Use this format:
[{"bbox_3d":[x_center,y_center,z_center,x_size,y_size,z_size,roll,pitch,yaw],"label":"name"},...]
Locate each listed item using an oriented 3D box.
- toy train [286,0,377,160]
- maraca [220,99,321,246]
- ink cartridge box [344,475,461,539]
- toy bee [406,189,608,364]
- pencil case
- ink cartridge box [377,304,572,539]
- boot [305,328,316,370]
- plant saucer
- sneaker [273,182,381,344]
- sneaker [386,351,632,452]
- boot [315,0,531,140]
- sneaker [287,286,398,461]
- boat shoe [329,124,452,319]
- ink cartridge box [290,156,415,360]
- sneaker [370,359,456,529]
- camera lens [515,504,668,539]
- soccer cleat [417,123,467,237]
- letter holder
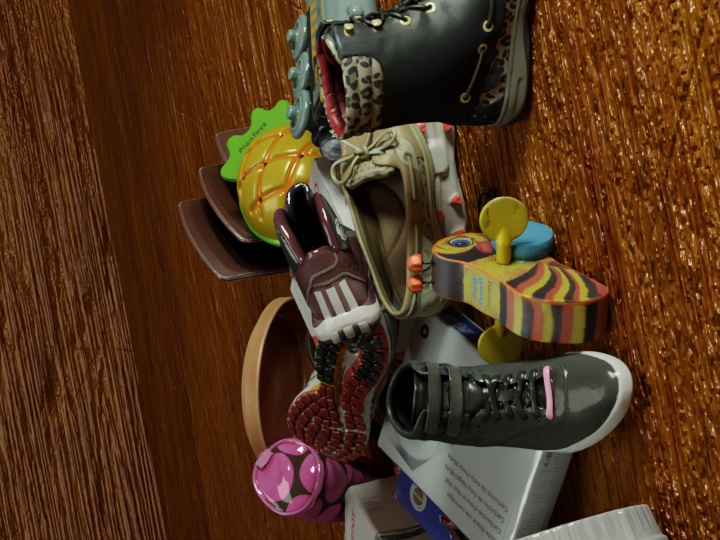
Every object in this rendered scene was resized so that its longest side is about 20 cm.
[{"bbox_3d":[-0.018,-0.200,1.162,0.114,0.085,0.201,120,155,-48],"label":"toy train"},{"bbox_3d":[-0.085,-0.107,1.366,0.107,0.137,0.200,37,-171,-50],"label":"maraca"},{"bbox_3d":[0.057,0.323,1.255,0.200,0.084,0.147,-127,32,-52],"label":"ink cartridge box"},{"bbox_3d":[0.095,0.010,0.947,0.200,0.108,0.132,-172,70,-70],"label":"toy bee"},{"bbox_3d":[-0.045,0.229,1.341,0.094,0.091,0.200,43,-178,24],"label":"pencil case"},{"bbox_3d":[0.087,0.157,1.036,0.199,0.040,0.202,39,120,51],"label":"ink cartridge box"},{"bbox_3d":[-0.003,0.096,1.369,0.097,0.074,0.201,-49,39,35],"label":"boot"},{"bbox_3d":[-0.087,0.131,1.394,0.200,0.032,0.202,-1,-90,-70],"label":"plant saucer"},{"bbox_3d":[-0.034,-0.032,1.039,0.200,0.075,0.116,-117,4,-64],"label":"sneaker"},{"bbox_3d":[0.097,0.096,0.901,0.199,0.099,0.071,-16,69,50],"label":"sneaker"},{"bbox_3d":[0.045,-0.196,0.905,0.073,0.153,0.205,-142,45,-62],"label":"boot"},{"bbox_3d":[-0.006,0.098,1.124,0.077,0.082,0.201,29,133,5],"label":"sneaker"},{"bbox_3d":[0.023,-0.059,1.020,0.073,0.062,0.201,-26,80,34],"label":"boat shoe"},{"bbox_3d":[0.000,0.000,1.244,0.201,0.083,0.146,103,149,-49],"label":"ink cartridge box"},{"bbox_3d":[0.067,0.154,1.171,0.200,0.082,0.078,53,126,25],"label":"sneaker"},{"bbox_3d":[0.158,0.275,0.830,0.160,0.159,0.201,124,132,-64],"label":"camera lens"},{"bbox_3d":[0.054,-0.074,1.089,0.078,0.069,0.202,-156,64,-73],"label":"soccer cleat"},{"bbox_3d":[-0.141,-0.085,1.509,0.200,0.141,0.101,-127,32,-52],"label":"letter holder"}]
